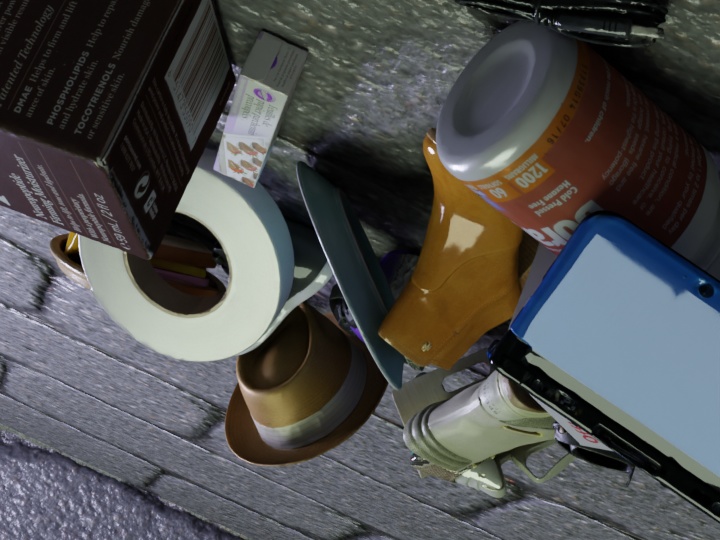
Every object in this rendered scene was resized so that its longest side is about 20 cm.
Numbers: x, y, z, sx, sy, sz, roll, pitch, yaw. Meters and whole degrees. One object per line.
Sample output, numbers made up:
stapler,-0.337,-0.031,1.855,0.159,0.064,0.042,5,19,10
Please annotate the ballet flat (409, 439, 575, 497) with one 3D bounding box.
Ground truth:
ballet flat,0.148,0.170,1.470,0.198,0.076,0.068,-22,162,-5

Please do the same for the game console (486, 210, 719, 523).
game console,0.191,0.065,0.970,0.199,0.119,0.171,35,-179,3

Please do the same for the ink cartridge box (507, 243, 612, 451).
ink cartridge box,0.230,0.044,1.092,0.198,0.147,0.147,6,154,41

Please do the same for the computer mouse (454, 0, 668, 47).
computer mouse,0.085,-0.177,0.819,0.137,0.053,0.200,16,159,23

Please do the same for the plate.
plate,0.000,0.000,1.252,0.025,0.202,0.201,-23,149,5

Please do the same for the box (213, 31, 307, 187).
box,-0.079,-0.119,1.183,0.038,0.042,0.200,24,162,-3

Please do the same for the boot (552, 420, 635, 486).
boot,0.159,0.075,1.268,0.198,0.140,0.078,21,161,9

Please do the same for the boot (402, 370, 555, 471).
boot,0.151,0.130,1.394,0.198,0.073,0.154,7,151,-42

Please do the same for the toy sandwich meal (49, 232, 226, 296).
toy sandwich meal,-0.214,-0.018,1.533,0.203,0.071,0.205,18,-168,-4

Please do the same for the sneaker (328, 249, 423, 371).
sneaker,0.014,0.032,1.428,0.098,0.070,0.201,20,160,15

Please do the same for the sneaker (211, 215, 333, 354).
sneaker,-0.105,0.005,1.451,0.099,0.071,0.200,33,137,-15

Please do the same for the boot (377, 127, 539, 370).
boot,0.062,-0.005,1.150,0.071,0.144,0.201,47,-177,41

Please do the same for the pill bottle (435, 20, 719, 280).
pill bottle,0.151,-0.058,0.965,0.199,0.113,0.112,34,158,-27

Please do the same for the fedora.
fedora,-0.063,0.096,1.515,0.199,0.201,0.082,7,139,39

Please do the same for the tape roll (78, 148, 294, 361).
tape roll,-0.156,-0.014,1.376,0.200,0.037,0.205,9,120,16

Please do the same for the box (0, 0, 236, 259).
box,-0.216,-0.138,1.097,0.198,0.166,0.166,19,161,12

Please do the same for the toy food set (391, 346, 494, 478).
toy food set,0.107,0.131,1.523,0.142,0.061,0.200,-23,157,-2
